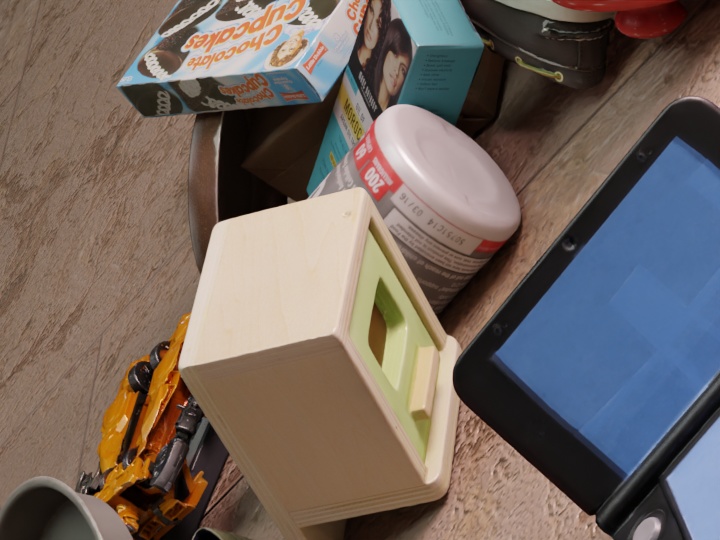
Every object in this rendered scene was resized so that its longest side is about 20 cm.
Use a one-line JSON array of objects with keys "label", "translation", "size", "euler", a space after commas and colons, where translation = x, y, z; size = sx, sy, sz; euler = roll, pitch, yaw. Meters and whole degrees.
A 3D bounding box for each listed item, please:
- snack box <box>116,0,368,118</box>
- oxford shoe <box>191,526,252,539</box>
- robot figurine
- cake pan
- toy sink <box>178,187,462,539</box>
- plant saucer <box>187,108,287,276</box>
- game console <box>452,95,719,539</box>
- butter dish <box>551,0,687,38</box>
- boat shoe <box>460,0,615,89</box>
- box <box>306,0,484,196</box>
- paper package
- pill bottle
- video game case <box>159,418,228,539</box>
[{"label": "snack box", "translation": [-0.072, -0.164, 1.828], "size": [0.200, 0.037, 0.116], "euler": [-1, 48, 47]}, {"label": "oxford shoe", "translation": [-0.078, 0.229, 1.580], "size": [0.070, 0.075, 0.200], "euler": [-50, 21, 17]}, {"label": "robot figurine", "translation": [-0.142, 0.118, 1.849], "size": [0.145, 0.058, 0.200], "euler": [-42, 24, 36]}, {"label": "cake pan", "translation": [-0.199, 0.239, 1.776], "size": [0.200, 0.037, 0.200], "euler": [1, 91, 56]}, {"label": "toy sink", "translation": [-0.009, 0.072, 1.569], "size": [0.112, 0.200, 0.130], "euler": [-13, 38, 21]}, {"label": "plant saucer", "translation": [-0.091, -0.061, 1.921], "size": [0.200, 0.032, 0.200], "euler": [0, -90, -77]}, {"label": "game console", "translation": [0.154, 0.047, 1.248], "size": [0.200, 0.119, 0.172], "euler": [-52, 20, 17]}, {"label": "butter dish", "translation": [0.169, -0.213, 1.589], "size": [0.199, 0.148, 0.200], "euler": [-11, 26, -3]}, {"label": "boat shoe", "translation": [0.101, -0.168, 1.729], "size": [0.201, 0.072, 0.061], "euler": [-146, 51, -61]}, {"label": "box", "translation": [0.020, -0.100, 1.741], "size": [0.200, 0.049, 0.082], "euler": [109, 148, -41]}, {"label": "paper package", "translation": [0.018, -0.158, 1.895], "size": [0.191, 0.103, 0.200], "euler": [-39, 26, 41]}, {"label": "pill bottle", "translation": [0.000, 0.000, 1.684], "size": [0.200, 0.114, 0.114], "euler": [-48, 22, 23]}, {"label": "video game case", "translation": [-0.166, 0.188, 1.920], "size": [0.181, 0.025, 0.200], "euler": [-26, 36, 55]}]
